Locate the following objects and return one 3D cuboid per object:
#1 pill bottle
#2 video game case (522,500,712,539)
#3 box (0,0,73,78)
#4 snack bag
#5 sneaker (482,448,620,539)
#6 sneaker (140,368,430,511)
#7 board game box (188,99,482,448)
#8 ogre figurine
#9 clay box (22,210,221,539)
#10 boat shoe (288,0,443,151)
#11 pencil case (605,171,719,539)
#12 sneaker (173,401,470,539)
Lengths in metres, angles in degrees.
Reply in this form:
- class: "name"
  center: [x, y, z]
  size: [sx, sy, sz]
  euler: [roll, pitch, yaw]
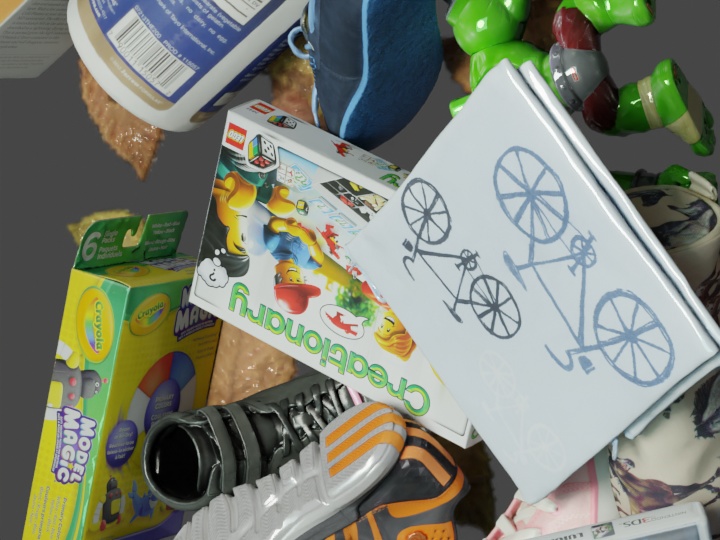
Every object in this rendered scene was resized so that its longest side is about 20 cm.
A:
- class: "pill bottle"
  center: [-0.067, -0.180, 1.583]
  size: [0.200, 0.111, 0.111]
  euler: [-40, 75, 27]
- class: "video game case"
  center: [0.111, 0.226, 1.475]
  size: [0.181, 0.023, 0.200]
  euler: [-13, 120, 1]
- class: "box"
  center: [-0.190, -0.223, 1.657]
  size: [0.200, 0.097, 0.125]
  euler: [-40, 74, 26]
- class: "snack bag"
  center: [0.088, 0.014, 1.429]
  size: [0.189, 0.021, 0.200]
  euler: [54, 141, 11]
- class: "sneaker"
  center: [0.078, 0.175, 1.521]
  size: [0.104, 0.075, 0.201]
  euler: [11, 91, -16]
- class: "sneaker"
  center: [-0.041, 0.095, 1.602]
  size: [0.200, 0.099, 0.071]
  euler: [-24, 80, 27]
- class: "board game box"
  center: [0.000, 0.000, 1.546]
  size: [0.200, 0.035, 0.127]
  euler: [27, 119, 26]
- class: "ogre figurine"
  center: [0.115, -0.107, 1.494]
  size: [0.120, 0.098, 0.200]
  euler: [-18, 104, 22]
- class: "clay box"
  center: [-0.137, 0.067, 1.645]
  size: [0.048, 0.115, 0.201]
  euler: [19, 104, 26]
- class: "boat shoe"
  center: [0.006, -0.140, 1.527]
  size: [0.069, 0.084, 0.200]
  euler: [50, 154, 21]
- class: "pencil case"
  center: [0.167, 0.053, 1.454]
  size: [0.078, 0.089, 0.200]
  euler: [16, 125, 46]
- class: "sneaker"
  center: [-0.021, 0.164, 1.564]
  size: [0.200, 0.112, 0.078]
  euler: [-34, 35, 25]
